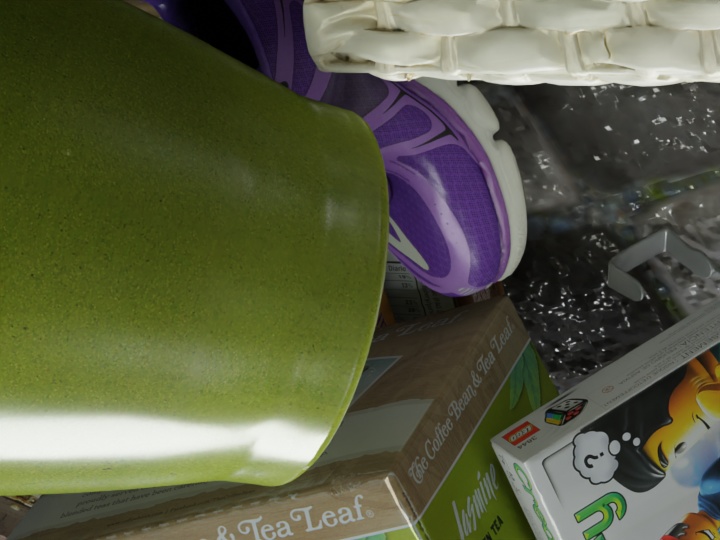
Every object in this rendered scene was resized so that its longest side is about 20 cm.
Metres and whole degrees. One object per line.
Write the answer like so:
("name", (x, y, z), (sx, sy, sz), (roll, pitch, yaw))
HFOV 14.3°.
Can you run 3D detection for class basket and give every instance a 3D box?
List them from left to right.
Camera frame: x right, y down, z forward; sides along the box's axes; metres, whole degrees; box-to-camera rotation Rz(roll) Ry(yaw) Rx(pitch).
("basket", (0.080, -0.134, 0.946), (0.200, 0.123, 0.136), (2, 111, 22))

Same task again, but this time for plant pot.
("plant pot", (-0.101, -0.010, 0.942), (0.193, 0.200, 0.200), (12, 138, -20))

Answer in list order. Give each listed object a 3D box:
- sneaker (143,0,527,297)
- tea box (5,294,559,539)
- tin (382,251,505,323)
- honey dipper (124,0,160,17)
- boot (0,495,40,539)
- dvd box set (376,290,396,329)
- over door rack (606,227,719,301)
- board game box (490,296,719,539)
("sneaker", (-0.021, -0.059, 1.057), (0.200, 0.083, 0.081), (47, 141, -16))
("tea box", (-0.004, 0.141, 1.135), (0.200, 0.134, 0.197), (-16, 111, 32))
("tin", (0.000, 0.000, 1.185), (0.112, 0.042, 0.200), (-2, 129, 19))
("honey dipper", (-0.023, -0.108, 1.100), (0.200, 0.038, 0.038), (1, 130, 26))
("boot", (-0.149, 0.181, 1.397), (0.186, 0.064, 0.200), (22, 130, 0))
("dvd box set", (-0.042, 0.063, 1.211), (0.146, 0.029, 0.200), (-3, 128, 24))
("over door rack", (0.197, -0.028, 1.064), (0.200, 0.067, 0.148), (23, 136, 22))
("board game box", (0.145, 0.117, 1.084), (0.200, 0.126, 0.035), (64, 167, -21))
